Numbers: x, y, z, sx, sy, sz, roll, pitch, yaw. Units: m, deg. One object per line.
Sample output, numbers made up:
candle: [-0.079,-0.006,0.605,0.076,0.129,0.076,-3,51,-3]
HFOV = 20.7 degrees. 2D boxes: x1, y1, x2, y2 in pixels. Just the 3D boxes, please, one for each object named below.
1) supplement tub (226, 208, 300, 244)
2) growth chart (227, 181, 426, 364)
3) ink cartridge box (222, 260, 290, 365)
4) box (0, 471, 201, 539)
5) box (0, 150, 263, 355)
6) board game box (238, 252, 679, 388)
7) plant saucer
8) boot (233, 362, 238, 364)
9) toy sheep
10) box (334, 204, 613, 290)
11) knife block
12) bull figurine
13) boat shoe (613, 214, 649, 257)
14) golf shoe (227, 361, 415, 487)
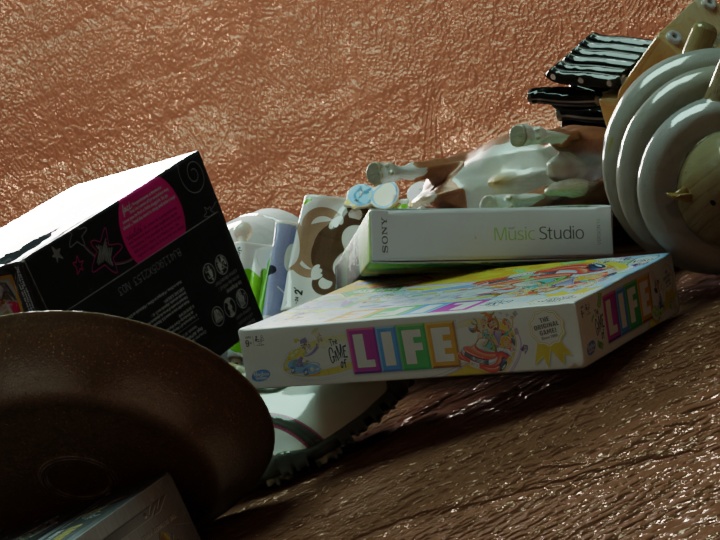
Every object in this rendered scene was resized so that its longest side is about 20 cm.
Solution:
supplement tub: [-0.127,0.039,1.655,0.132,0.132,0.200,-20,7,46]
growth chart: [0.000,0.000,1.353,0.199,0.145,0.018,-10,-29,10]
ink cartridge box: [-0.044,0.038,1.453,0.199,0.088,0.145,-24,-2,-11]
box: [-0.189,0.173,0.954,0.158,0.049,0.200,-21,5,27]
box: [-0.174,0.025,1.257,0.114,0.133,0.200,-11,16,34]
board game box: [0.054,0.027,1.057,0.199,0.034,0.134,-5,9,30]
plant saucer: [-0.145,0.096,1.027,0.200,0.200,0.037,-22,45,29]
boot: [-0.167,0.120,1.302,0.198,0.074,0.162,-11,14,41]
toy sheep: [0.198,-0.065,1.106,0.137,0.138,0.200,-24,10,6]
box: [0.064,-0.005,1.211,0.144,0.037,0.200,-1,-10,-6]
knife block: [0.210,-0.086,1.301,0.064,0.200,0.176,-42,-12,-36]
bull figurine: [0.082,-0.051,1.247,0.199,0.065,0.121,-18,-10,40]
boat shoe: [0.204,-0.038,1.232,0.200,0.074,0.069,-12,36,53]
golf shoe: [-0.069,0.083,1.124,0.199,0.088,0.077,-22,3,8]
